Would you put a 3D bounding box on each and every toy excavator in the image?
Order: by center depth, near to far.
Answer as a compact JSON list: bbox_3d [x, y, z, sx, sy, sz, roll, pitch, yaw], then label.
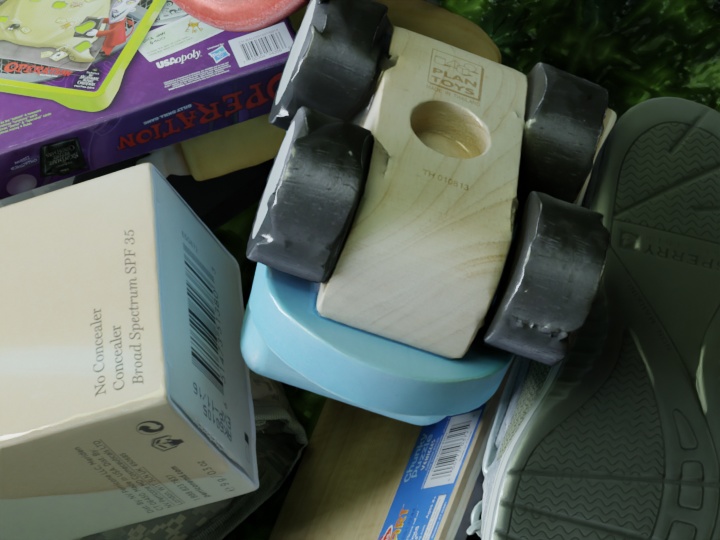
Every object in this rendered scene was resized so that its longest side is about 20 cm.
[{"bbox_3d":[0.000,0.000,0.762,0.099,0.200,0.195,19,40,-8],"label":"toy excavator"}]

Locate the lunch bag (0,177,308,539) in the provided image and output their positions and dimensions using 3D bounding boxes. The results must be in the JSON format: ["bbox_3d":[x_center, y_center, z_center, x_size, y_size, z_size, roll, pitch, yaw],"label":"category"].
[{"bbox_3d":[-0.135,0.049,0.887,0.199,0.118,0.164,-32,52,0],"label":"lunch bag"}]

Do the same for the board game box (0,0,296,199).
[{"bbox_3d":[-0.129,-0.077,0.802,0.199,0.032,0.120,-18,55,-7],"label":"board game box"}]

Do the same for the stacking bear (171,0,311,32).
[{"bbox_3d":[0.018,-0.162,0.792,0.121,0.114,0.200,41,45,24],"label":"stacking bear"}]

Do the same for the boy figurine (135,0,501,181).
[{"bbox_3d":[-0.046,-0.085,0.857,0.199,0.065,0.125,2,56,5],"label":"boy figurine"}]

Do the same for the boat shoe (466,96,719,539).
[{"bbox_3d":[0.079,0.046,0.722,0.074,0.065,0.203,14,72,-7],"label":"boat shoe"}]

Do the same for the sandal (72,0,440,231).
[{"bbox_3d":[-0.033,-0.073,0.905,0.075,0.045,0.200,29,49,27],"label":"sandal"}]

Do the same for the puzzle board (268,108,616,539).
[{"bbox_3d":[0.022,0.046,0.814,0.151,0.017,0.201,-23,41,62],"label":"puzzle board"}]

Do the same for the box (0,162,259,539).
[{"bbox_3d":[-0.142,0.045,0.772,0.199,0.078,0.095,-17,58,14],"label":"box"}]
